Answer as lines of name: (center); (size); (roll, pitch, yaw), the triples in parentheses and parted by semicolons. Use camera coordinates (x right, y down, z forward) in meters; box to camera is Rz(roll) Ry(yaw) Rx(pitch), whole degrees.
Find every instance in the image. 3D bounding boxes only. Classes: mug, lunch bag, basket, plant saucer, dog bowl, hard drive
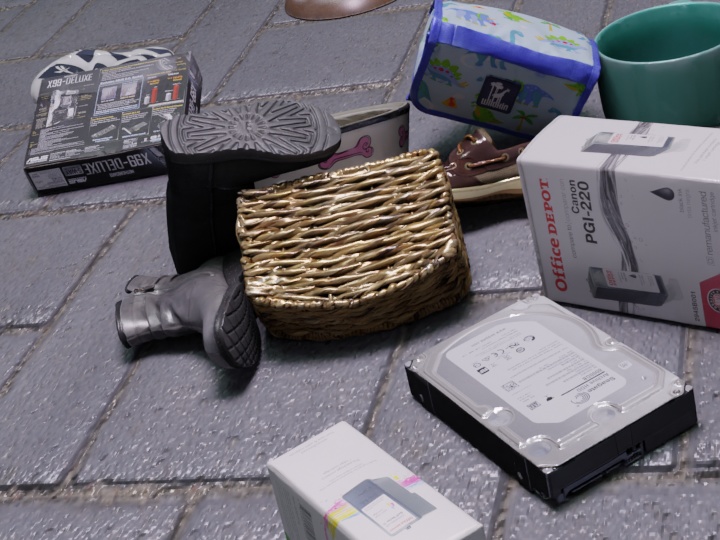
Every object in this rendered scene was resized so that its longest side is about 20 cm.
mug: (0.325, -0.193, 1.427); (0.184, 0.115, 0.152); (-32, 32, -30)
lunch bag: (0.140, -0.202, 1.415); (0.169, 0.128, 0.200); (14, -2, -2)
basket: (0.000, 0.000, 1.297); (0.198, 0.149, 0.144); (-12, 62, 4)
plant saucer: (-0.017, -0.415, 2.060); (0.199, 0.032, 0.201); (-12, 29, 7)
dog bowl: (-0.039, -0.113, 1.451); (0.199, 0.074, 0.200); (-14, 10, 2)
hard drive: (0.141, 0.092, 1.098); (0.139, 0.038, 0.200); (-26, 32, -19)

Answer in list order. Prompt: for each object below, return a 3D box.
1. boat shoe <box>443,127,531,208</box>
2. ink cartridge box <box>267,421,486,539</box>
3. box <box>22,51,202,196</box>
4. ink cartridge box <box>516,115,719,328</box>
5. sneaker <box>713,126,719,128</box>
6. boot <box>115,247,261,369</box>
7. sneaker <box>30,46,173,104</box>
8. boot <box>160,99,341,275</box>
boat shoe: (0.119, -0.102, 1.383); (0.198, 0.073, 0.072); (-7, -4, 9)
ink cartridge box: (0.026, 0.192, 0.892); (0.067, 0.118, 0.200); (-25, 31, -23)
box: (-0.293, -0.177, 1.702); (0.198, 0.050, 0.159); (-10, 48, 9)
ink cartridge box: (0.240, -0.041, 1.170); (0.199, 0.147, 0.085); (11, 39, 38)
sneaker: (0.379, -0.114, 1.329); (0.199, 0.060, 0.104); (-32, 32, -19)
boot: (-0.160, 0.048, 1.295); (0.131, 0.070, 0.200); (-15, 18, 5)
sneaker: (-0.335, -0.233, 1.835); (0.197, 0.080, 0.130); (-3, 21, 0)
boot: (-0.103, -0.068, 1.342); (0.163, 0.201, 0.066); (-1, 53, -4)
